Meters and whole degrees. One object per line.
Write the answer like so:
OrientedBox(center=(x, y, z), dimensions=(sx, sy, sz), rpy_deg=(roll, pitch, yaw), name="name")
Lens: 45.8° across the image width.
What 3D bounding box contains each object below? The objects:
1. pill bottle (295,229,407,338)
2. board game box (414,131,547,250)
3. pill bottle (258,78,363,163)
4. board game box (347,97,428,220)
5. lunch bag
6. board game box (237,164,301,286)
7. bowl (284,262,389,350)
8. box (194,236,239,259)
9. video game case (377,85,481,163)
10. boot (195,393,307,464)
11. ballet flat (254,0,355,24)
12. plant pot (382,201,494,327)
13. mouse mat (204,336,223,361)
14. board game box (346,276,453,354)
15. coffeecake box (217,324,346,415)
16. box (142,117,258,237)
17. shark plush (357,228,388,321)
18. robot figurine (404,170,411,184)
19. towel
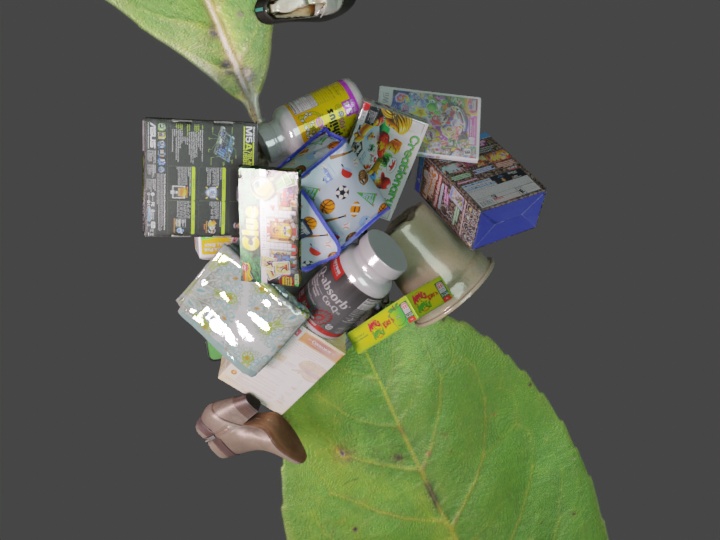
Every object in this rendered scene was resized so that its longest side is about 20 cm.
OrientedBox(center=(-0.016, 0.023, 1.527), dimensions=(0.116, 0.116, 0.200), rpy_deg=(35, 121, -20), name="pill bottle")
OrientedBox(center=(0.225, -0.155, 1.625), dimensions=(0.159, 0.200, 0.097), rpy_deg=(-18, 139, -24), name="board game box")
OrientedBox(center=(-0.091, -0.272, 1.576), dimensions=(0.199, 0.104, 0.105), rpy_deg=(-26, 107, -11), name="pill bottle")
OrientedBox(center=(0.030, -0.202, 1.569), dimensions=(0.126, 0.035, 0.201), rpy_deg=(17, 113, -12), name="board game box")
OrientedBox(center=(-0.076, -0.116, 1.478), dimensions=(0.200, 0.124, 0.170), rpy_deg=(-39, 120, -8), name="lunch bag")
OrientedBox(center=(-0.149, -0.073, 1.411), dimensions=(0.104, 0.023, 0.201), rpy_deg=(5, 112, 11), name="board game box")
OrientedBox(center=(-0.049, 0.058, 1.668), dimensions=(0.200, 0.075, 0.200), rpy_deg=(-48, 113, -5), name="bowl")
OrientedBox(center=(-0.252, -0.129, 1.548), dimensions=(0.101, 0.112, 0.201), rpy_deg=(-4, 101, -14), name="box")
OrientedBox(center=(0.128, -0.279, 1.621), dimensions=(0.199, 0.018, 0.144), rpy_deg=(6, 65, -1), name="video game case")
OrientedBox(center=(-0.218, 0.325, 1.651), dimensions=(0.146, 0.070, 0.200), rpy_deg=(-36, 100, 27), name="boot")
OrientedBox(center=(-0.093, -0.484, 1.552), dimensions=(0.199, 0.068, 0.068), rpy_deg=(-17, 105, -14), name="ballet flat")
OrientedBox(center=(0.127, -0.024, 1.663), dimensions=(0.200, 0.200, 0.184), rpy_deg=(-42, 98, -6), name="plant pot")
OrientedBox(center=(-0.210, 0.085, 1.661), dimensions=(0.199, 0.008, 0.162), rpy_deg=(-10, 104, -16), name="mouse mat")
OrientedBox(center=(0.070, 0.085, 1.581), dimensions=(0.101, 0.200, 0.048), rpy_deg=(-27, 84, -41), name="board game box")
OrientedBox(center=(-0.148, 0.159, 1.614), dimensions=(0.153, 0.073, 0.200), rpy_deg=(35, 116, -22), name="coffeecake box")
OrientedBox(center=(-0.273, -0.157, 1.455), dimensions=(0.192, 0.047, 0.201), rpy_deg=(-2, 101, -18), name="box")
OrientedBox(center=(0.000, 0.000, 1.601), dimensions=(0.083, 0.091, 0.201), rpy_deg=(-2, 110, 13), name="shark plush")
OrientedBox(center=(-0.002, -0.184, 1.646), dimensions=(0.200, 0.058, 0.145), rpy_deg=(-35, 109, -7), name="robot figurine")
OrientedBox(center=(-0.213, 0.070, 1.510), dimensions=(0.200, 0.048, 0.171), rpy_deg=(42, 115, -2), name="towel")
